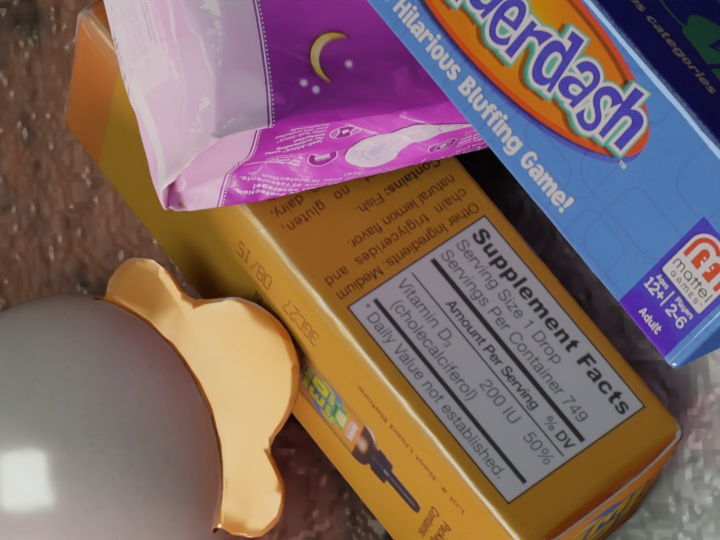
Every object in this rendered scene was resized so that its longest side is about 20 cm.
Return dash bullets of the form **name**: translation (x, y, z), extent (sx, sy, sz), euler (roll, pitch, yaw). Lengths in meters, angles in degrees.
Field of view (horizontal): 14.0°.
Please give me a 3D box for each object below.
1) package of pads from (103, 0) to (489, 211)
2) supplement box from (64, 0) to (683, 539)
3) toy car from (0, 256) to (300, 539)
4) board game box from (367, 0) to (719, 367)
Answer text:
- **package of pads**: translation (-0.020, -0.124, 0.782), extent (0.076, 0.120, 0.200), euler (141, 115, -71)
- **supplement box**: translation (0.000, 0.000, 0.827), extent (0.200, 0.069, 0.067), euler (53, 157, 15)
- **toy car**: translation (-0.090, 0.083, 0.839), extent (0.200, 0.184, 0.177), euler (-32, 81, 28)
- **board game box**: translation (0.082, -0.062, 0.698), extent (0.152, 0.200, 0.045), euler (51, 118, 14)
